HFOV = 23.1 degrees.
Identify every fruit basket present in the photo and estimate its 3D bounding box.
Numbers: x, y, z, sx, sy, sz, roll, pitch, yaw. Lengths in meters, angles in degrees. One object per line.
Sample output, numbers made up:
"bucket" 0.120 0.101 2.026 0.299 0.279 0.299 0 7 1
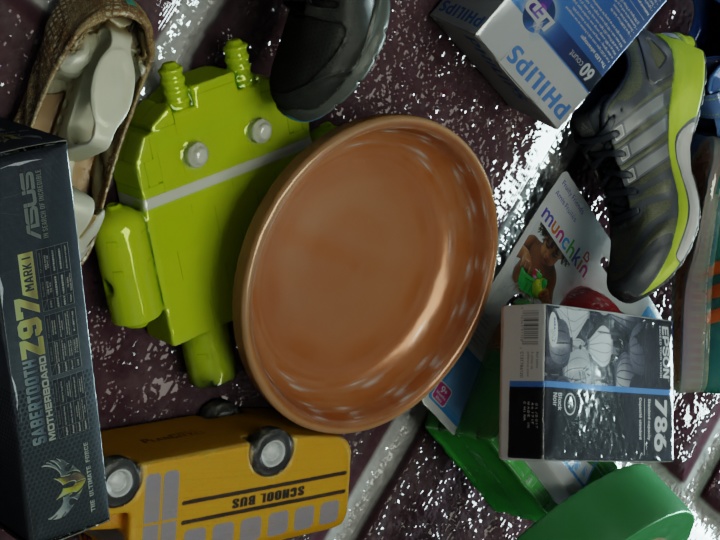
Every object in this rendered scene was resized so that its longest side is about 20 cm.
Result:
"fruit basket" 0.140 0.066 1.212 0.200 0.094 0.185 -52 128 -19

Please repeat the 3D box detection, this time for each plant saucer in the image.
"plant saucer" 0.000 0.000 1.070 0.200 0.037 0.201 -16 117 -35

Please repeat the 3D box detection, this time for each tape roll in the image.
"tape roll" 0.141 0.219 1.218 0.200 0.048 0.201 -33 155 -18

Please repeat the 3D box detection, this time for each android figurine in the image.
"android figurine" -0.078 -0.035 1.042 0.182 0.041 0.200 -22 117 -33

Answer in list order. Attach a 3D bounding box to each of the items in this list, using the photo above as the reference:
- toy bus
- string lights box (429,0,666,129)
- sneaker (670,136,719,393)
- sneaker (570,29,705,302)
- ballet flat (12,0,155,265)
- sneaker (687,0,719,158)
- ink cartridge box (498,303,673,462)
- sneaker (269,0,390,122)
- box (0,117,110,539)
"toy bus" -0.103 0.128 1.051 0.200 0.065 0.078 -7 108 -38
"string lights box" 0.150 -0.203 1.142 0.200 0.059 0.103 -49 127 -4
"sneaker" 0.267 -0.003 1.250 0.080 0.071 0.200 0 119 0
"sneaker" 0.180 -0.075 1.196 0.081 0.074 0.200 15 68 -25
"ballet flat" -0.160 -0.059 0.950 0.070 0.065 0.200 12 94 -33
"sneaker" 0.259 -0.119 1.271 0.082 0.074 0.200 0 100 -34
"ink cartridge box" 0.162 0.077 1.161 0.200 0.039 0.100 7 82 -51
"sneaker" -0.019 -0.183 0.985 0.082 0.073 0.200 12 102 -38
"box" -0.193 0.020 0.887 0.051 0.158 0.200 -18 114 -35
